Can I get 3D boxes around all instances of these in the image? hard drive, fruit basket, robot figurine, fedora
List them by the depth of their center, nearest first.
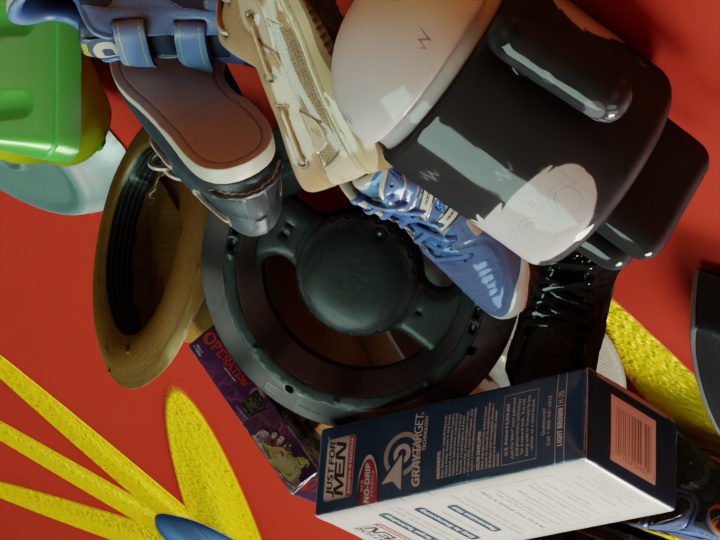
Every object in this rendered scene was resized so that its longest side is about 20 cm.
[{"bbox_3d":[0.081,-0.085,1.439,0.199,0.125,0.150,34,125,-9],"label":"robot figurine"},{"bbox_3d":[0.265,0.080,1.674,0.134,0.042,0.200,20,157,29],"label":"hard drive"},{"bbox_3d":[-0.238,-0.138,1.805,0.214,0.157,0.216,2,-168,0],"label":"fruit basket"},{"bbox_3d":[-0.110,-0.013,1.832,0.081,0.202,0.200,13,168,-25],"label":"fedora"}]

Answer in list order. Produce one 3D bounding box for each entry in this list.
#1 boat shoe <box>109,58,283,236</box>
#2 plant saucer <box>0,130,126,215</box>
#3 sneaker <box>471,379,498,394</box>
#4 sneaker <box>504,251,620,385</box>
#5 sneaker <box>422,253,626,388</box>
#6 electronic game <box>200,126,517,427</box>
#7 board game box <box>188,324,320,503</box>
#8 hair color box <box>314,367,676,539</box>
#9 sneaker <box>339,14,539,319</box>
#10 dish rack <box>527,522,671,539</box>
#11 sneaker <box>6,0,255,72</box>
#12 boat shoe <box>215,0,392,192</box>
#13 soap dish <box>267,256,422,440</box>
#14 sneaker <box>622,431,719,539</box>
[{"bbox_3d":[-0.094,-0.089,1.662,0.200,0.075,0.062,46,157,50],"label":"boat shoe"},{"bbox_3d":[-0.252,-0.097,2.018,0.199,0.036,0.200,27,160,11],"label":"plant saucer"},{"bbox_3d":[0.020,0.087,1.992,0.199,0.081,0.076,26,158,6],"label":"sneaker"},{"bbox_3d":[0.122,0.028,1.657,0.060,0.105,0.200,13,159,6],"label":"sneaker"},{"bbox_3d":[0.086,0.033,1.807,0.115,0.074,0.200,30,169,49],"label":"sneaker"},{"bbox_3d":[0.000,0.000,1.692,0.199,0.201,0.042,30,-162,4],"label":"electronic game"},{"bbox_3d":[-0.041,0.103,1.827,0.120,0.032,0.200,50,-175,18],"label":"board game box"},{"bbox_3d":[0.080,0.119,1.671,0.199,0.061,0.100,-16,149,35],"label":"hair color box"},{"bbox_3d":[0.029,-0.049,1.591,0.076,0.077,0.200,-13,116,53],"label":"sneaker"},{"bbox_3d":[0.128,0.170,1.949,0.153,0.055,0.200,21,-173,-8],"label":"dish rack"},{"bbox_3d":[-0.117,-0.148,1.631,0.199,0.083,0.074,22,158,15],"label":"sneaker"},{"bbox_3d":[-0.047,-0.134,1.487,0.064,0.071,0.201,-20,105,19],"label":"boat shoe"},{"bbox_3d":[0.002,0.066,1.846,0.157,0.081,0.200,46,-173,-41],"label":"soap dish"},{"bbox_3d":[0.236,0.156,1.857,0.199,0.076,0.078,18,168,48],"label":"sneaker"}]
